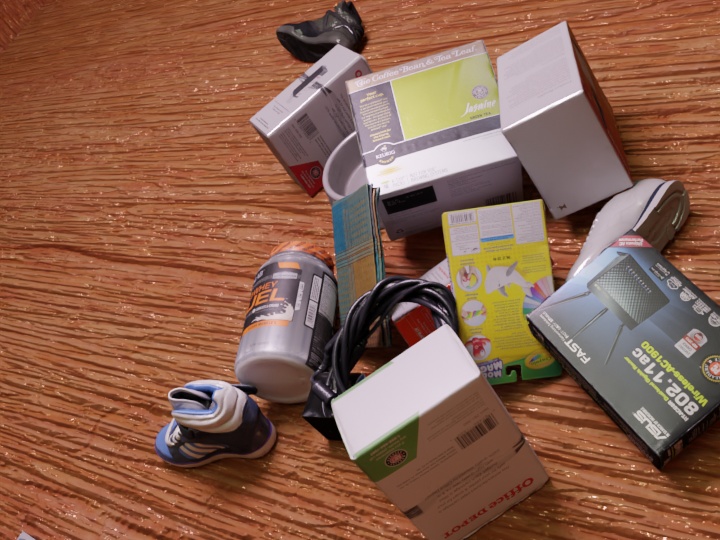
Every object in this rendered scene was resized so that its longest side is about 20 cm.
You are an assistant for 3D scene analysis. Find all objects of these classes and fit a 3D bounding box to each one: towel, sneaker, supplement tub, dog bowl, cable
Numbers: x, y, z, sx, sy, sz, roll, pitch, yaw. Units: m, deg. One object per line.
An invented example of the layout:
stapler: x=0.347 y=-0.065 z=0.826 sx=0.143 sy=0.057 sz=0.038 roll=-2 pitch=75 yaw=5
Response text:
towel: x=0.000 y=0.000 z=1.055 sx=0.146 sy=0.022 sz=0.202 roll=165 pitch=101 yaw=-68
sneaker: x=-0.220 y=0.189 z=1.067 sx=0.199 sy=0.147 sz=0.081 roll=-8 pitch=49 yaw=28
supplement tub: x=-0.094 y=0.066 z=1.109 sx=0.122 sy=0.123 sz=0.201 roll=-14 pitch=46 yaw=24
sneaker: x=-0.071 y=-0.471 z=1.612 sx=0.198 sy=0.076 sz=0.115 roll=15 pitch=61 yaw=38
sneaker: x=0.303 y=-0.033 z=0.972 sx=0.200 sy=0.077 sz=0.080 roll=-43 pitch=33 yaw=-16
dog bowl: x=0.029 y=-0.156 z=1.272 sx=0.199 sy=0.059 sz=0.201 roll=-20 pitch=44 yaw=20
cable: x=0.033 y=0.097 z=0.918 sx=0.200 sy=0.051 sz=0.163 roll=-47 pitch=45 yaw=8

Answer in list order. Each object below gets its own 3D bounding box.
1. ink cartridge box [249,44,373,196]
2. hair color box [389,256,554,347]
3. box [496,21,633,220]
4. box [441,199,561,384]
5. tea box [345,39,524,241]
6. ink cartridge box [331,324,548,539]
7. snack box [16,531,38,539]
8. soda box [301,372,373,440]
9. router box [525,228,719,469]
ink cartridge box: x=-0.057 y=-0.248 z=1.347 sx=0.200 sy=0.145 sz=0.084 roll=-41 pitch=42 yaw=-4
hair color box: x=0.131 y=0.018 z=1.016 sx=0.199 sy=0.061 sz=0.102 roll=-36 pitch=13 yaw=3
box: x=0.257 y=-0.194 z=1.047 sx=0.106 sy=0.153 sz=0.201 roll=-24 pitch=33 yaw=24
box: x=0.163 y=0.027 z=0.938 sx=0.116 sy=0.048 sz=0.202 roll=-7 pitch=88 yaw=2
tea box: x=0.102 y=-0.176 z=1.122 sx=0.198 sy=0.134 sz=0.198 roll=-14 pitch=65 yaw=8
ink cartridge box: x=0.084 y=0.175 z=0.833 sx=0.146 sy=0.200 sz=0.084 roll=-33 pitch=38 yaw=3
snack box: x=-0.417 y=0.417 z=1.091 sx=0.199 sy=0.024 sz=0.072 roll=11 pitch=61 yaw=40
soda box: x=0.032 y=0.164 z=0.972 sx=0.199 sy=0.071 sz=0.064 roll=-4 pitch=52 yaw=32
router box: x=0.291 y=0.076 z=0.841 sx=0.150 sy=0.062 sz=0.200 roll=-40 pitch=59 yaw=-2
